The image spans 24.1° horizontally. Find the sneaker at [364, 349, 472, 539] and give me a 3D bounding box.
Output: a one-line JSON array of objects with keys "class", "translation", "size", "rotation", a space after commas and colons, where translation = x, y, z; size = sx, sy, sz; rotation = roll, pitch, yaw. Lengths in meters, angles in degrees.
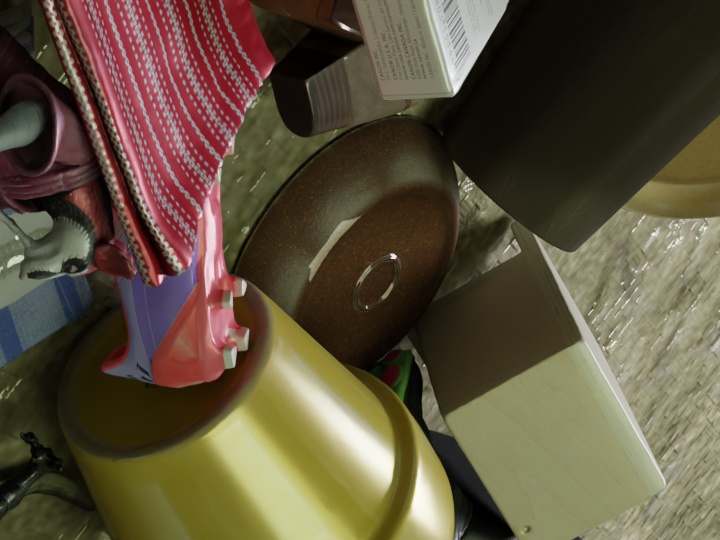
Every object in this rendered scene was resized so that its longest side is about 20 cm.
[{"class": "sneaker", "translation": [0.025, 0.140, 1.075], "size": [0.076, 0.202, 0.084], "rotation": [-31, 132, 29]}]

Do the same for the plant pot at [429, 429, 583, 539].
[{"class": "plant pot", "translation": [0.038, 0.224, 1.202], "size": [0.200, 0.200, 0.177], "rotation": [-52, 140, 0]}]

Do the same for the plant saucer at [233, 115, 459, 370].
[{"class": "plant saucer", "translation": [0.000, 0.000, 1.064], "size": [0.200, 0.037, 0.202], "rotation": [-35, 145, -29]}]

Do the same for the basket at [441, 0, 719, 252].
[{"class": "basket", "translation": [0.154, -0.122, 1.041], "size": [0.135, 0.181, 0.201], "rotation": [28, 108, -35]}]

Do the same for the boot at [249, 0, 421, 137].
[{"class": "boot", "translation": [0.006, -0.168, 0.885], "size": [0.146, 0.070, 0.202], "rotation": [-40, 144, -35]}]

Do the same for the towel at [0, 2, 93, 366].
[{"class": "towel", "translation": [-0.196, -0.015, 0.784], "size": [0.146, 0.024, 0.201], "rotation": [-35, 145, -27]}]

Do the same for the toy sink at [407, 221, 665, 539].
[{"class": "toy sink", "translation": [0.110, 0.075, 1.154], "size": [0.111, 0.201, 0.131], "rotation": [-29, 116, 8]}]

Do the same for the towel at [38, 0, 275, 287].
[{"class": "towel", "translation": [-0.081, -0.104, 0.714], "size": [0.201, 0.022, 0.146], "rotation": [-75, 152, -58]}]

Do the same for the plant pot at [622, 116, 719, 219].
[{"class": "plant pot", "translation": [0.245, -0.102, 1.192], "size": [0.197, 0.028, 0.201], "rotation": [1, 149, 0]}]

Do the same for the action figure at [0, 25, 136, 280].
[{"class": "action figure", "translation": [-0.155, -0.073, 0.667], "size": [0.200, 0.133, 0.150], "rotation": [45, 58, -19]}]

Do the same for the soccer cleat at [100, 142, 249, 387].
[{"class": "soccer cleat", "translation": [-0.100, -0.040, 0.834], "size": [0.067, 0.075, 0.203], "rotation": [-61, 148, -76]}]

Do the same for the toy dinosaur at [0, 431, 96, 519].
[{"class": "toy dinosaur", "translation": [-0.208, 0.121, 0.900], "size": [0.199, 0.048, 0.088], "rotation": [-14, 146, -47]}]

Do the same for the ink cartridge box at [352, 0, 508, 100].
[{"class": "ink cartridge box", "translation": [0.034, -0.214, 0.827], "size": [0.177, 0.044, 0.202], "rotation": [-57, 139, -46]}]

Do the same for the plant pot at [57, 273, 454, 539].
[{"class": "plant pot", "translation": [-0.070, 0.108, 0.948], "size": [0.201, 0.200, 0.190], "rotation": [-43, 132, -15]}]
